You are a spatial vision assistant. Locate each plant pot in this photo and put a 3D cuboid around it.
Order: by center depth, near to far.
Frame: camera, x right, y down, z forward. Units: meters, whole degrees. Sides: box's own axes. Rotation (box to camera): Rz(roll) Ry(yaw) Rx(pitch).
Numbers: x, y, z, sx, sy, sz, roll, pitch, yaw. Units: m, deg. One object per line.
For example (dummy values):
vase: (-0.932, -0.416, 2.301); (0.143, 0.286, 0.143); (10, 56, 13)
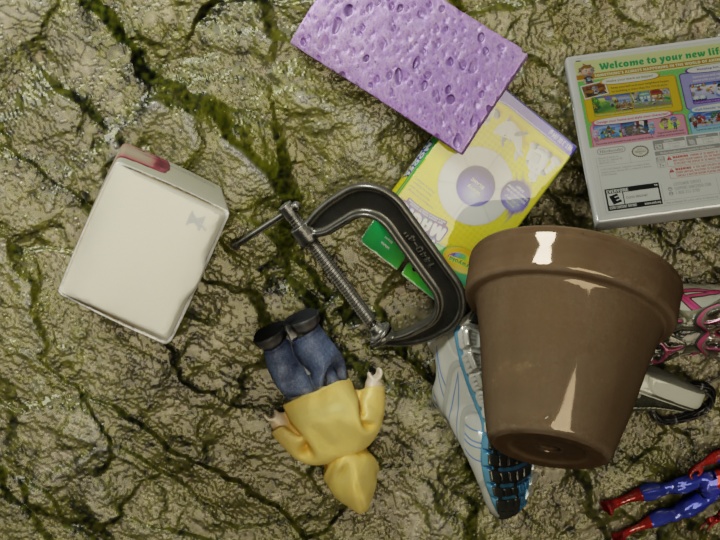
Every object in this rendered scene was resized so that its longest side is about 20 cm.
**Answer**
plant pot: (0.182, 0.080, 1.406); (0.198, 0.200, 0.177); (14, 69, -8)

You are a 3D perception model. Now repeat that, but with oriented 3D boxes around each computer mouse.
computer mouse: (0.379, 0.095, 1.570); (0.199, 0.034, 0.059); (-36, 101, 0)

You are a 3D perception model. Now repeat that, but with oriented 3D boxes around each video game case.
video game case: (0.304, -0.134, 1.475); (0.197, 0.022, 0.184); (-7, 64, 2)

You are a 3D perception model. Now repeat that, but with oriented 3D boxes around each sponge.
sponge: (0.045, -0.207, 1.460); (0.199, 0.030, 0.112); (34, 93, 9)

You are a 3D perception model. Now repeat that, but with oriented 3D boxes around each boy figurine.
boy figurine: (-0.028, 0.138, 1.517); (0.123, 0.064, 0.202); (-27, 101, -2)

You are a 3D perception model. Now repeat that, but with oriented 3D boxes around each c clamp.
c clamp: (0.000, 0.000, 1.494); (0.170, 0.027, 0.200); (-36, 101, 28)

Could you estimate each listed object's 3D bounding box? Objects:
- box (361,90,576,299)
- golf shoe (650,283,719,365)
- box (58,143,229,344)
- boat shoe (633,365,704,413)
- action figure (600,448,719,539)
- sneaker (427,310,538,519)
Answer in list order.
box: (0.101, -0.074, 1.501); (0.117, 0.048, 0.201); (36, 95, -9)
golf shoe: (0.309, 0.050, 1.537); (0.197, 0.092, 0.074); (5, 108, 16)
box: (-0.194, -0.030, 1.404); (0.108, 0.200, 0.129); (25, 95, -10)
boat shoe: (0.238, 0.117, 1.543); (0.197, 0.071, 0.065); (14, 99, 2)
action figure: (0.346, 0.223, 1.580); (0.198, 0.052, 0.066); (-23, 96, -5)
sneaker: (0.113, 0.143, 1.524); (0.074, 0.086, 0.203); (-7, 84, -45)
